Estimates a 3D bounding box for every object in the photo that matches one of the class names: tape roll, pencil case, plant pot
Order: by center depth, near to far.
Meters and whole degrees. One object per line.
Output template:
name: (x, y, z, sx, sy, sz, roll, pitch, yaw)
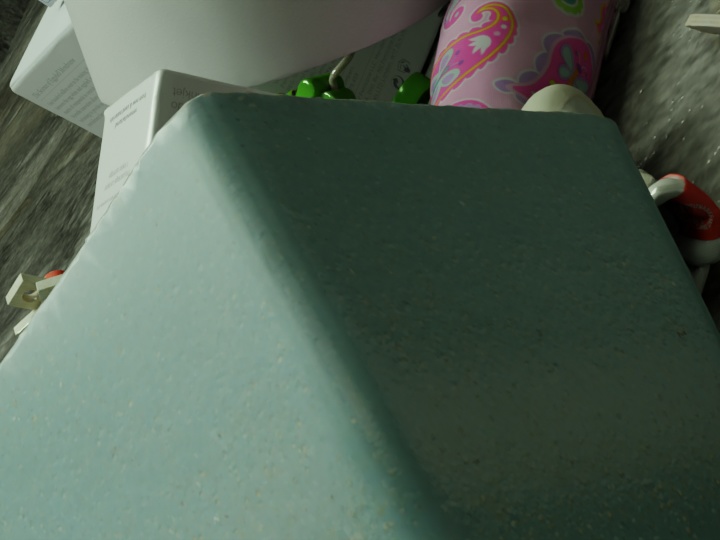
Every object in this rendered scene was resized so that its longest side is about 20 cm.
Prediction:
plant pot: (0.014, 0.086, 0.667, 0.197, 0.195, 0.200, -51, 56, 34)
pencil case: (0.072, -0.080, 0.972, 0.087, 0.087, 0.201, -43, 25, 48)
tape roll: (-0.049, -0.151, 1.067, 0.201, 0.071, 0.203, -18, 18, 6)

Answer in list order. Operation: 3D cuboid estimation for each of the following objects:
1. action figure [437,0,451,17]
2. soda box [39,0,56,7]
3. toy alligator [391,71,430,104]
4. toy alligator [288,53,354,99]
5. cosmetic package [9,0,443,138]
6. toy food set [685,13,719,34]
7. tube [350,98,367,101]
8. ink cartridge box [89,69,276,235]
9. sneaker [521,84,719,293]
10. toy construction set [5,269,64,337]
action figure: (0.064, -0.208, 1.163, 0.119, 0.102, 0.200, -46, 19, 12)
soda box: (-0.158, -0.231, 1.231, 0.200, 0.064, 0.068, -31, 33, 55)
toy alligator: (-0.009, -0.018, 1.170, 0.201, 0.059, 0.054, -60, -23, 8)
toy alligator: (-0.035, -0.073, 1.207, 0.059, 0.054, 0.201, -19, -47, -46)
cosmetic package: (-0.087, -0.140, 1.329, 0.199, 0.199, 0.123, -23, 43, 64)
toy food set: (0.196, -0.174, 0.780, 0.201, 0.060, 0.143, -62, 17, -1)
tube: (0.000, 0.000, 1.091, 0.052, 0.058, 0.201, -35, 34, 63)
ink cartridge box: (-0.051, 0.025, 0.980, 0.084, 0.144, 0.201, 158, 120, -64)
sneaker: (0.103, -0.014, 0.820, 0.093, 0.070, 0.200, -38, 28, 32)
toy construction set: (-0.142, 0.093, 1.214, 0.092, 0.130, 0.201, 120, 142, -53)
